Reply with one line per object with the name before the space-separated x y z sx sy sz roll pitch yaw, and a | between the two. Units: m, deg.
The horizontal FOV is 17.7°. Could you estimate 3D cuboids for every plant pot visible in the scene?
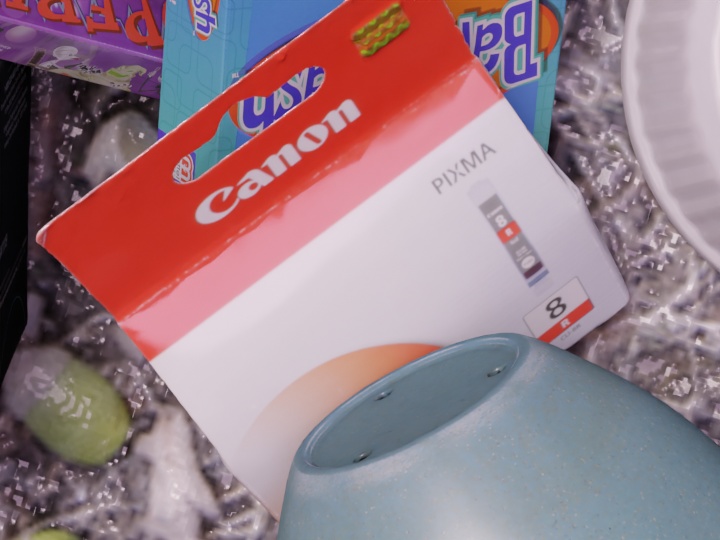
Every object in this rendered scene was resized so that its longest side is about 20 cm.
plant pot | 0.048 0.102 0.802 0.200 0.200 0.135 -28 103 0

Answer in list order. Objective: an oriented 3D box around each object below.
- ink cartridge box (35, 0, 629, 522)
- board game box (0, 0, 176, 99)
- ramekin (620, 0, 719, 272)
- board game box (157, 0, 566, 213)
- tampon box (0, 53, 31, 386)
ink cartridge box | 0.000 0.000 0.818 0.162 0.200 0.050 -37 57 0
board game box | -0.133 -0.130 0.803 0.200 0.032 0.120 12 60 -41
ramekin | 0.202 -0.077 0.863 0.202 0.094 0.203 0 93 -2
board game box | 0.007 -0.129 0.812 0.152 0.045 0.200 -12 119 -33
tampon box | -0.225 -0.020 0.813 0.199 0.150 0.127 4 109 -2
